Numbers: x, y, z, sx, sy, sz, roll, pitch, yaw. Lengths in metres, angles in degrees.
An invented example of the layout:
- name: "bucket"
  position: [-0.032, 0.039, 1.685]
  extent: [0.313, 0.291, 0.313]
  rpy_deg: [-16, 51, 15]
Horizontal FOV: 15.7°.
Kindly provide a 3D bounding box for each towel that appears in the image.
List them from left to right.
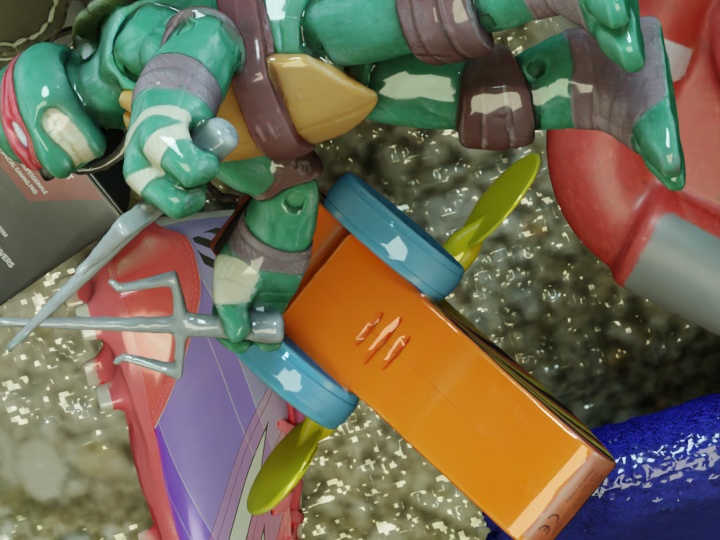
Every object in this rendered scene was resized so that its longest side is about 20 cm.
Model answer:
- name: "towel"
  position: [0.140, 0.062, 0.853]
  extent: [0.199, 0.050, 0.148]
  rpy_deg: [-17, 155, 6]

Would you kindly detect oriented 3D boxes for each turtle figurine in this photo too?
- name: "turtle figurine"
  position: [-0.023, -0.038, 0.655]
  extent: [0.199, 0.150, 0.101]
  rpy_deg: [-13, 79, 13]

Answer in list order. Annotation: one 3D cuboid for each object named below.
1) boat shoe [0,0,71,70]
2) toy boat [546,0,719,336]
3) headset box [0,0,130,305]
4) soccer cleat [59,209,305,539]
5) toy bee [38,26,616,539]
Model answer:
- name: "boat shoe"
  position: [-0.158, -0.105, 0.691]
  extent: [0.201, 0.060, 0.073]
  rpy_deg: [27, 74, -30]
- name: "toy boat"
  position: [0.131, -0.062, 0.724]
  extent: [0.130, 0.131, 0.201]
  rpy_deg: [26, 113, 3]
- name: "headset box"
  position: [-0.178, -0.041, 0.824]
  extent: [0.199, 0.075, 0.149]
  rpy_deg: [-34, 112, 10]
- name: "soccer cleat"
  position: [-0.043, 0.074, 0.889]
  extent: [0.076, 0.067, 0.201]
  rpy_deg: [-18, 114, -7]
- name: "toy bee"
  position: [0.000, 0.000, 0.797]
  extent: [0.130, 0.109, 0.201]
  rpy_deg: [-29, 85, 8]
